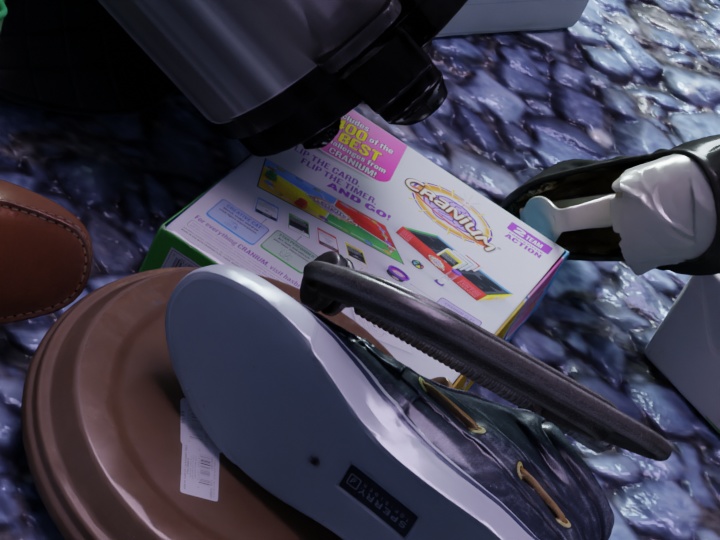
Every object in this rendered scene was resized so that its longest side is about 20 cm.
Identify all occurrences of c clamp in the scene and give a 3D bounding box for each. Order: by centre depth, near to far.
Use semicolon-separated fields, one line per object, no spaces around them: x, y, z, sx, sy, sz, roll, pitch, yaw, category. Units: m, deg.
0.047;0.040;1.277;0.200;0.027;0.171;31;-3;-33;c clamp

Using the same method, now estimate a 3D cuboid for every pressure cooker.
-0.032;-0.152;1.414;0.200;0.178;0.176;48;49;-15;pressure cooker

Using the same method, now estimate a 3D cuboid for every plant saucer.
-0.044;0.074;1.256;0.199;0.030;0.201;17;45;-18;plant saucer

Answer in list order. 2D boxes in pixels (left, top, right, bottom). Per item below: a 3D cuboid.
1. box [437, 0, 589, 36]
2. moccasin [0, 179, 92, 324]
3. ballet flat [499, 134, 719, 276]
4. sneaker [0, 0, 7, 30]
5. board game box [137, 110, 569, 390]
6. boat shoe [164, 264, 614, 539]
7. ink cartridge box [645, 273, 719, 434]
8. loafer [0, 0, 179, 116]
0.034;-0.247;1.754;0.199;0.131;0.199;-8;47;-47;box
-0.203;-0.011;1.229;0.200;0.074;0.078;12;10;-28;moccasin
0.139;-0.026;1.497;0.068;0.200;0.068;-13;93;-35;ballet flat
-0.202;-0.091;1.340;0.074;0.084;0.201;14;46;-11;sneaker
0.000;0.000;1.435;0.153;0.040;0.200;34;30;8;board game box
0.012;0.066;1.234;0.200;0.071;0.091;43;32;10;boat shoe
0.259;0.047;1.559;0.199;0.068;0.117;-6;44;-44;ink cartridge box
-0.119;-0.116;1.503;0.199;0.073;0.072;-10;8;-39;loafer
